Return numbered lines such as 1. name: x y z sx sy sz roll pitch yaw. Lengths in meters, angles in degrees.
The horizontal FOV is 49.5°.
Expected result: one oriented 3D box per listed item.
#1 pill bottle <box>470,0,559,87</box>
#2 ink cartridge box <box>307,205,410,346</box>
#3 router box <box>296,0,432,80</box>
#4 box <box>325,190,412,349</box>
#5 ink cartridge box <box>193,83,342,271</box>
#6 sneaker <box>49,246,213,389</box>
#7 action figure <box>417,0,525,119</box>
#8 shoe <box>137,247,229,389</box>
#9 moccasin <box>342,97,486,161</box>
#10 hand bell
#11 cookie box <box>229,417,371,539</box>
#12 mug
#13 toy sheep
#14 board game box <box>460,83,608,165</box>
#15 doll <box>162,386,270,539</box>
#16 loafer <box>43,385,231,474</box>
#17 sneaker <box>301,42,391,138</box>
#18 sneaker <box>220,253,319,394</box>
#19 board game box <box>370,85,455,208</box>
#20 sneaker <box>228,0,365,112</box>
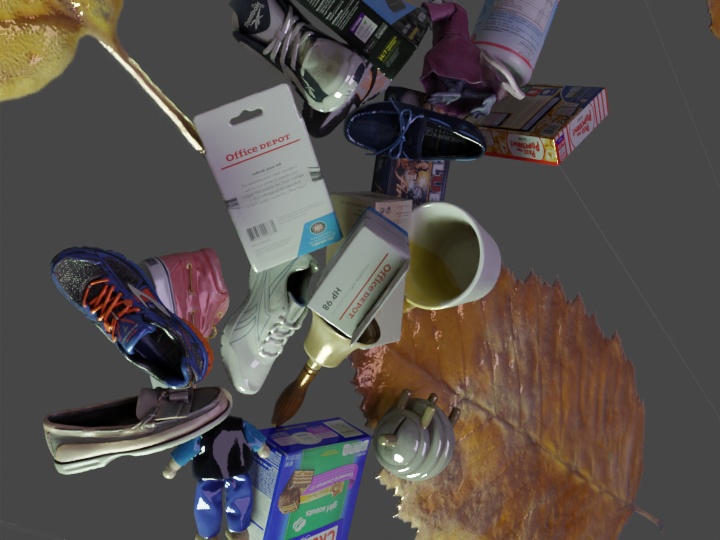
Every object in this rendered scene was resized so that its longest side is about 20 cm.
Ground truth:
1. pill bottle: 0.240 -0.393 1.195 0.108 0.108 0.202 29 80 -46
2. ink cartridge box: 0.000 0.000 0.920 0.066 0.200 0.116 35 101 -5
3. router box: 0.005 -0.302 0.892 0.149 0.200 0.051 38 116 -9
4. box: 0.008 -0.003 1.079 0.077 0.094 0.203 -8 106 -45
5. ink cartridge box: -0.106 -0.114 0.900 0.114 0.067 0.202 -20 121 -3
6. sneaker: -0.233 0.049 0.803 0.199 0.078 0.076 40 94 -11
7. action figure: 0.128 -0.316 1.072 0.134 0.147 0.203 39 41 -54
8. shoe: -0.196 0.076 0.904 0.090 0.071 0.203 -16 109 -36
9. moccasin: 0.077 -0.187 1.048 0.197 0.068 0.082 0 115 -8
10. hand bell: -0.068 0.132 1.029 0.103 0.104 0.201 6 127 -46
11. cookie box: -0.085 0.319 1.083 0.170 0.075 0.203 2 106 -47
12. mug: 0.120 -0.014 1.152 0.153 0.184 0.152 10 78 -61
13. toy sheep: 0.084 0.259 1.212 0.199 0.137 0.140 21 86 -51
14. board game box: 0.250 -0.230 1.188 0.151 0.199 0.047 -42 129 -29
15. doll: -0.180 0.246 0.982 0.135 0.048 0.203 -3 101 -20
16. loafer: -0.240 0.157 0.830 0.197 0.072 0.064 -18 110 0
17. sneaker: -0.001 -0.242 1.015 0.201 0.073 0.080 -55 136 -19
18. sneaker: -0.113 0.060 0.976 0.074 0.087 0.203 16 91 -47
19. board game box: 0.078 -0.158 1.149 0.134 0.034 0.203 -1 103 -46
20. sneaker: -0.082 -0.250 0.850 0.129 0.200 0.080 28 109 -36
